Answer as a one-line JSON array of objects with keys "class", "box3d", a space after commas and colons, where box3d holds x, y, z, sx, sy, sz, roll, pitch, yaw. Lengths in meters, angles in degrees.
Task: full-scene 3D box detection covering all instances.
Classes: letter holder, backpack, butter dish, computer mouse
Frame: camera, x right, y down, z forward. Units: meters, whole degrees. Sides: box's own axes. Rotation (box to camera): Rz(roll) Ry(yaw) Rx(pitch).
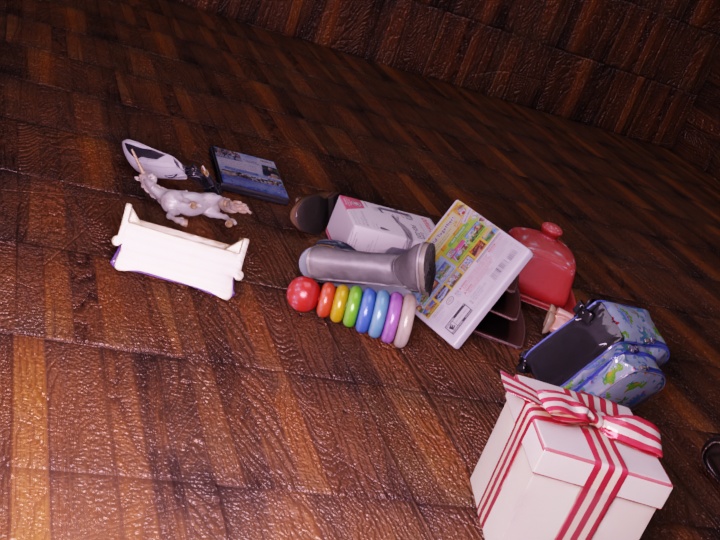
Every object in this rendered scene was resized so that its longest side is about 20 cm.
[{"class": "letter holder", "box3d": [0.247, 0.041, 1.718, 0.141, 0.101, 0.200, 23, 22, -1]}, {"class": "backpack", "box3d": [0.382, 0.148, 1.498, 0.199, 0.183, 0.148, 5, 50, -43]}, {"class": "butter dish", "box3d": [0.352, -0.025, 1.899, 0.197, 0.149, 0.200, 20, 22, -2]}, {"class": "computer mouse", "box3d": [-0.350, -0.181, 1.738, 0.198, 0.044, 0.110, 21, -12, 17]}]

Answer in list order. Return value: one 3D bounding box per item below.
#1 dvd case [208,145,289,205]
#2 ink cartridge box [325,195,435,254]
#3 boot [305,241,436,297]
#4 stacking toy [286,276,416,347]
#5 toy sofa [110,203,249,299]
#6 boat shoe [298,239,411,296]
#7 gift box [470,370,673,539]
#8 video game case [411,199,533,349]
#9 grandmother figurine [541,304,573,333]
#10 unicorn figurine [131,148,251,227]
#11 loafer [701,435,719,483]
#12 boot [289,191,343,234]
[{"class": "dvd case", "box3d": [-0.226, -0.192, 1.932, 0.141, 0.018, 0.200, 12, 25, -21]}, {"class": "ink cartridge box", "box3d": [0.051, -0.055, 1.780, 0.198, 0.085, 0.146, 15, 23, -21]}, {"class": "boot", "box3d": [0.014, -0.012, 1.484, 0.198, 0.073, 0.182, 15, -19, 9]}, {"class": "stacking toy", "box3d": [-0.017, 0.057, 1.482, 0.198, 0.086, 0.086, 13, 22, -1]}, {"class": "toy sofa", "box3d": [-0.272, -0.027, 1.445, 0.198, 0.099, 0.083, 16, -2, -14]}, {"class": "boat shoe", "box3d": [0.000, 0.000, 1.619, 0.198, 0.071, 0.091, 23, 24, 6]}, {"class": "gift box", "box3d": [0.236, 0.231, 1.147, 0.183, 0.188, 0.200, 15, 23, -15]}, {"class": "video game case", "box3d": [0.163, 0.003, 1.612, 0.182, 0.201, 0.023, 40, 2, 39]}, {"class": "grandmother figurine", "box3d": [0.431, 0.125, 1.748, 0.198, 0.061, 0.121, 21, 30, 6]}, {"class": "unicorn figurine", "box3d": [-0.297, -0.120, 1.647, 0.199, 0.074, 0.137, 22, 7, -40]}, {"class": "loafer", "box3d": [0.580, 0.317, 1.414, 0.071, 0.074, 0.200, 2, 29, -43]}, {"class": "boot", "box3d": [-0.100, -0.113, 1.821, 0.075, 0.075, 0.200, 8, 13, 18]}]
